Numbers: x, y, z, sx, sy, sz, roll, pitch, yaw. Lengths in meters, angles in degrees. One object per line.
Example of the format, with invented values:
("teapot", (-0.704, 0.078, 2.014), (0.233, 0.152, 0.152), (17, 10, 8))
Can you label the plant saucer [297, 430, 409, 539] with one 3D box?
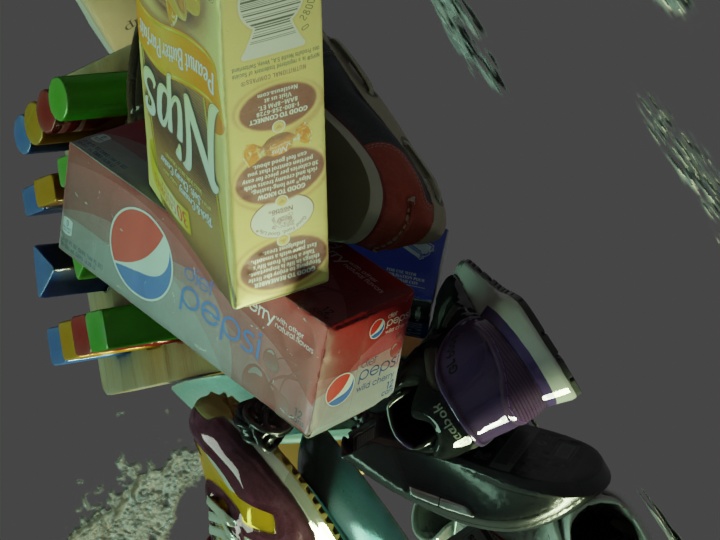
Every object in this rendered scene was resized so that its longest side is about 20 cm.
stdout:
("plant saucer", (0.020, 0.172, 1.503), (0.201, 0.027, 0.200), (55, 175, 7))

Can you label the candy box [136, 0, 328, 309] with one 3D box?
("candy box", (-0.062, -0.097, 1.258), (0.116, 0.055, 0.201), (-126, 28, -46))

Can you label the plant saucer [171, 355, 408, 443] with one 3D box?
("plant saucer", (-0.012, 0.080, 1.605), (0.201, 0.200, 0.039), (89, 176, -84))

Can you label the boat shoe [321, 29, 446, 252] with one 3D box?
("boat shoe", (-0.025, -0.086, 1.370), (0.062, 0.071, 0.200), (3, -138, -43))

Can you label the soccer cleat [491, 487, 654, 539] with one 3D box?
("soccer cleat", (0.115, 0.136, 1.445), (0.200, 0.068, 0.085), (50, 164, 40))

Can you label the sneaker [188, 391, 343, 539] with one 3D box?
("sneaker", (-0.058, 0.158, 1.482), (0.200, 0.090, 0.075), (59, 173, -33))

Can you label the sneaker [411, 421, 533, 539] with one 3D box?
("sneaker", (0.085, 0.155, 1.711), (0.200, 0.099, 0.075), (58, 174, -39))

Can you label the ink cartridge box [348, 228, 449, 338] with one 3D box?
("ink cartridge box", (0.000, 0.000, 1.536), (0.093, 0.045, 0.200), (12, 174, 2))

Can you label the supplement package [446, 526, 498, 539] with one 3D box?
("supplement package", (0.142, 0.237, 1.553), (0.156, 0.111, 0.200), (54, 176, 40))

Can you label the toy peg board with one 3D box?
("toy peg board", (-0.151, -0.030, 1.575), (0.199, 0.097, 0.201), (-14, 84, 58))

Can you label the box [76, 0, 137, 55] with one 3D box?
("box", (-0.155, -0.211, 1.799), (0.078, 0.095, 0.200), (54, 177, 24))

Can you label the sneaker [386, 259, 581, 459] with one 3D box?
("sneaker", (0.046, 0.050, 1.381), (0.076, 0.087, 0.200), (57, 177, -5))

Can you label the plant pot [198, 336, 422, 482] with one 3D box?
("plant pot", (-0.033, 0.054, 1.881), (0.200, 0.199, 0.184), (127, 125, -86))

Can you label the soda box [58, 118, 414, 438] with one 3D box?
("soda box", (-0.066, -0.001, 1.362), (0.200, 0.063, 0.070), (35, 129, 33))

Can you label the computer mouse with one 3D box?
("computer mouse", (0.039, 0.093, 1.436), (0.140, 0.199, 0.046), (-53, -27, -68))

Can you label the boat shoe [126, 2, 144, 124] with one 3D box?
("boat shoe", (-0.083, -0.127, 1.469), (0.076, 0.071, 0.201), (11, -107, -62))
